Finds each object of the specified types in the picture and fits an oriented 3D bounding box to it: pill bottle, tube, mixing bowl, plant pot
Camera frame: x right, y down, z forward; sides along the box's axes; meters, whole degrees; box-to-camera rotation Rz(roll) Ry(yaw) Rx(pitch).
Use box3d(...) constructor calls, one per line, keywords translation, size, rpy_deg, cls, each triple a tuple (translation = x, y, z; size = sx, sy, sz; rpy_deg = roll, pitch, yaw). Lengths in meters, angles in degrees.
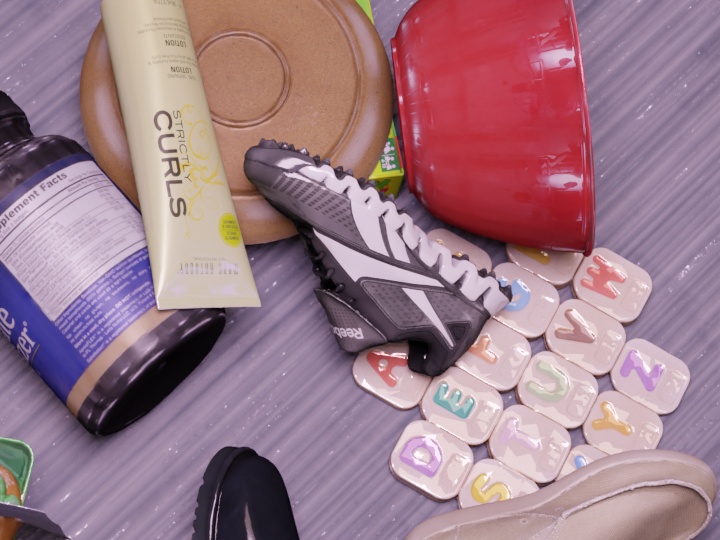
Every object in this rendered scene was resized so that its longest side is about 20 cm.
box3d(translation=(-0.182, -0.009, 1.126), size=(0.112, 0.112, 0.200), rpy_deg=(-40, 80, -16), cls="pill bottle")
box3d(translation=(-0.109, -0.072, 1.109), size=(0.057, 0.052, 0.202), rpy_deg=(-13, 75, -3), cls="tube")
box3d(translation=(0.077, -0.101, 1.144), size=(0.107, 0.200, 0.202), rpy_deg=(-8, 73, 1), cls="mixing bowl")
box3d(translation=(-0.076, -0.116, 1.165), size=(0.198, 0.028, 0.202), rpy_deg=(2, 73, -6), cls="plant pot")

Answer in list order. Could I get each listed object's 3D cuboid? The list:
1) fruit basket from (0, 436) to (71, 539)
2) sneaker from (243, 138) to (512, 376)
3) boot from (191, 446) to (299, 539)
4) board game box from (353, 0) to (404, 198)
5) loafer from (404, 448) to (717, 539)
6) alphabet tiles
box3d(translation=(-0.253, 0.114, 1.033), size=(0.183, 0.200, 0.095), rpy_deg=(13, 73, -1), cls="fruit basket")
box3d(translation=(0.000, 0.000, 1.125), size=(0.199, 0.066, 0.091), rpy_deg=(35, 83, -28), cls="sneaker")
box3d(translation=(-0.010, 0.200, 1.064), size=(0.167, 0.076, 0.202), rpy_deg=(-4, 77, 24), cls="boot")
box3d(translation=(-0.040, -0.141, 1.215), size=(0.101, 0.048, 0.202), rpy_deg=(-8, 74, -8), cls="board game box")
box3d(translation=(0.124, 0.168, 1.116), size=(0.198, 0.076, 0.069), rpy_deg=(-18, 40, -2), cls="loafer")
box3d(translation=(0.104, 0.065, 1.185), size=(0.194, 0.015, 0.201), rpy_deg=(29, 73, 4), cls="alphabet tiles")
